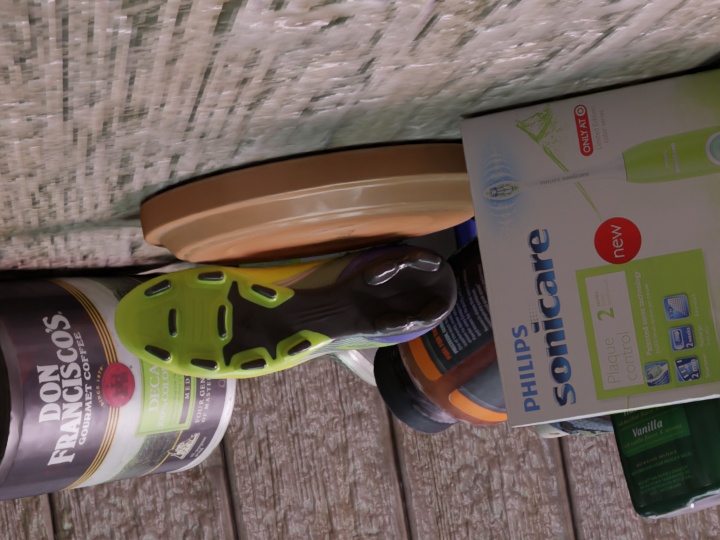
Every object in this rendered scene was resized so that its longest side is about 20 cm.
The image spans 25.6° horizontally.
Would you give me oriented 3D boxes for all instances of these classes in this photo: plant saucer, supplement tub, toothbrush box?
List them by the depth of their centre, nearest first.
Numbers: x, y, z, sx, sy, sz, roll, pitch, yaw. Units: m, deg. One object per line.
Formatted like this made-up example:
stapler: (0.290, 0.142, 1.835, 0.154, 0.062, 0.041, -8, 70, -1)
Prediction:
toothbrush box: (0.160, -0.013, 0.735, 0.200, 0.146, 0.086, -10, 174, 15)
plant saucer: (-0.018, -0.032, 0.858, 0.200, 0.032, 0.200, -8, 175, -1)
supplement tub: (0.094, 0.026, 0.971, 0.107, 0.107, 0.200, -3, 153, -46)

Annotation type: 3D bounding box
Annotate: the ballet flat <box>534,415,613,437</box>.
ballet flat: (0.117, 0.074, 1.072, 0.200, 0.074, 0.074, 29, -159, 38)

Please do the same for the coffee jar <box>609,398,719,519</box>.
coffee jar: (0.166, 0.023, 0.831, 0.104, 0.200, 0.085, -9, 165, -34)

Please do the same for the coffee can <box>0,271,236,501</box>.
coffee can: (-0.204, 0.076, 1.066, 0.146, 0.147, 0.200, -13, 174, 38)

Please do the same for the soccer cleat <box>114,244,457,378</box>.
soccer cleat: (-0.043, 0.025, 0.912, 0.200, 0.065, 0.084, -8, 177, -16)

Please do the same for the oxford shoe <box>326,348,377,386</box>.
oxford shoe: (0.011, 0.051, 1.184, 0.058, 0.075, 0.200, -52, 157, 6)

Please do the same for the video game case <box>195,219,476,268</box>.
video game case: (0.000, 0.000, 1.137, 0.181, 0.046, 0.200, -10, 174, 13)
